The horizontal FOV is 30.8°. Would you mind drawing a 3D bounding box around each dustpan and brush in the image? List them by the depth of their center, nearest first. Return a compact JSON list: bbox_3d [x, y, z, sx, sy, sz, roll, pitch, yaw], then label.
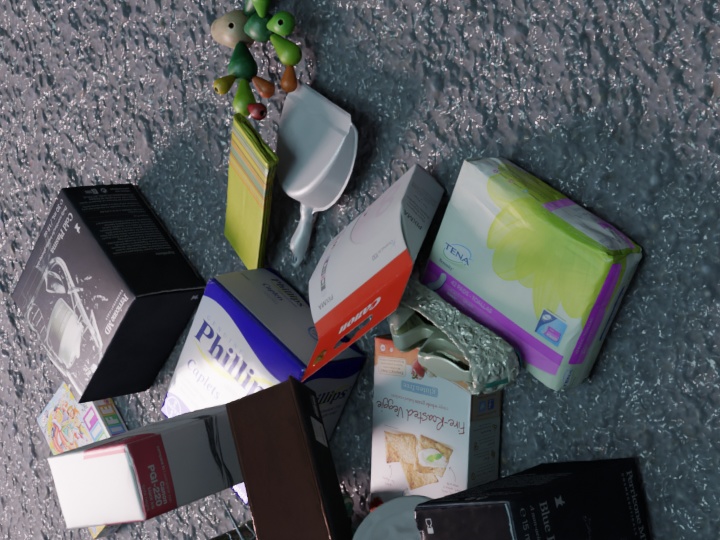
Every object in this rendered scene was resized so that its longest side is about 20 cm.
[{"bbox_3d":[-0.058,-0.098,1.467,0.139,0.057,0.201,40,113,48],"label":"dustpan and brush"}]

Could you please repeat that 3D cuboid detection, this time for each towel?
[{"bbox_3d":[-0.127,-0.083,1.503,0.086,0.018,0.201,54,151,30],"label":"towel"}]

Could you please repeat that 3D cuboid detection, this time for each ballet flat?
[{"bbox_3d":[0.070,0.062,1.268,0.200,0.071,0.072,30,115,45],"label":"ballet flat"}]

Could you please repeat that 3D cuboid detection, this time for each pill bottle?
[{"bbox_3d":[0.071,0.322,1.291,0.110,0.111,0.201,21,149,40],"label":"pill bottle"}]

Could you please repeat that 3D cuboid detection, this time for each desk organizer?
[{"bbox_3d":[-0.068,0.218,1.313,0.077,0.072,0.201,-21,66,11],"label":"desk organizer"}]

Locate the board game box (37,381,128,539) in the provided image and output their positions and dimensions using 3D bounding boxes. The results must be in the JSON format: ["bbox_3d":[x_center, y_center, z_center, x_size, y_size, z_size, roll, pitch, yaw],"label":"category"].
[{"bbox_3d":[-0.369,0.249,1.807,0.135,0.034,0.201,-50,62,35],"label":"board game box"}]

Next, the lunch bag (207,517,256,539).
[{"bbox_3d":[-0.149,0.369,1.501,0.164,0.199,0.118,-43,71,33],"label":"lunch bag"}]

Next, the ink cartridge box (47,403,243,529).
[{"bbox_3d":[-0.204,0.203,1.389,0.145,0.199,0.085,-15,91,42],"label":"ink cartridge box"}]

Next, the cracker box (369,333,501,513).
[{"bbox_3d":[0.077,0.173,1.359,0.133,0.057,0.202,8,101,43],"label":"cracker box"}]

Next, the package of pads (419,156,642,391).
[{"bbox_3d":[0.158,-0.004,1.254,0.200,0.068,0.155,37,119,34],"label":"package of pads"}]

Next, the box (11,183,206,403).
[{"bbox_3d":[-0.327,0.028,1.685,0.197,0.124,0.200,50,125,25],"label":"box"}]

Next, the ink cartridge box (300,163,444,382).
[{"bbox_3d":[0.000,0.000,1.331,0.057,0.200,0.162,42,129,-10],"label":"ink cartridge box"}]

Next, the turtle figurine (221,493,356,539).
[{"bbox_3d":[-0.044,0.283,1.422,0.200,0.101,0.150,45,121,-1],"label":"turtle figurine"}]

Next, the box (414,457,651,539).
[{"bbox_3d":[0.170,0.286,1.185,0.117,0.199,0.198,-15,85,44],"label":"box"}]

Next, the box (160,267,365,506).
[{"bbox_3d":[-0.117,0.131,1.507,0.184,0.105,0.201,40,120,32],"label":"box"}]

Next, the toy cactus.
[{"bbox_3d":[-0.130,-0.272,1.483,0.165,0.102,0.202,13,101,58],"label":"toy cactus"}]
